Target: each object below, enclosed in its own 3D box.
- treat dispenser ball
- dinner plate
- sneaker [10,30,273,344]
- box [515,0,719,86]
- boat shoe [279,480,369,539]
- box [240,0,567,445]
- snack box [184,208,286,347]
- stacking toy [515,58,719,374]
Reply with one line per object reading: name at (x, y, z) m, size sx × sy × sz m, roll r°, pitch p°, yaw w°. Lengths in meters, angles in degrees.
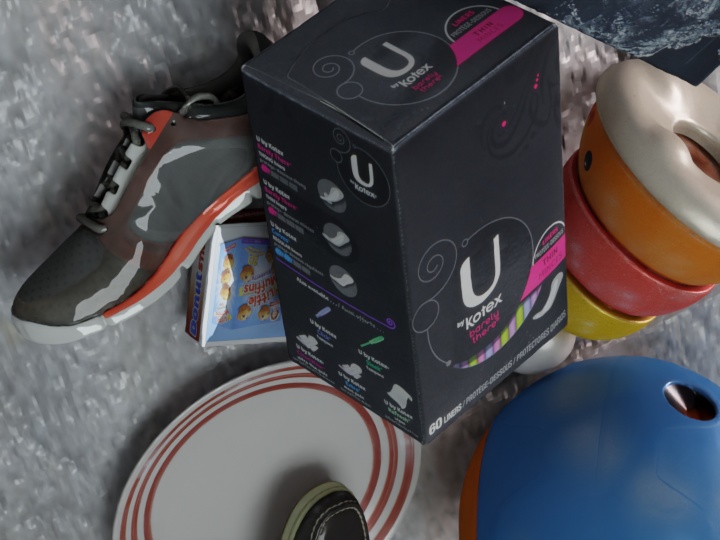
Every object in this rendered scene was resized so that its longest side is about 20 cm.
treat dispenser ball at (0.157, 0.152, 1.298) m, size 0.199 × 0.201 × 0.202 m, roll -15°, pitch 128°, yaw -20°
dinner plate at (-0.056, 0.132, 1.281) m, size 0.198 × 0.024 × 0.202 m, roll -15°, pitch 129°, yaw -20°
sneaker at (-0.109, -0.048, 1.101) m, size 0.200 × 0.077 × 0.082 m, roll -42°, pitch 123°, yaw -11°
box at (0.151, -0.218, 1.050) m, size 0.199 × 0.118 × 0.197 m, roll 17°, pitch 129°, yaw -43°
boat shoe at (-0.008, 0.224, 1.293) m, size 0.073 × 0.065 × 0.202 m, roll -19°, pitch 118°, yaw -37°
box at (0.028, -0.034, 1.092) m, size 0.122 × 0.106 × 0.201 m, roll -39°, pitch 141°, yaw -29°
snack box at (0.000, 0.000, 1.213) m, size 0.198 × 0.024 × 0.073 m, roll -3°, pitch 113°, yaw -28°
stacking toy at (0.143, -0.007, 1.246) m, size 0.145 × 0.147 × 0.200 m, roll 16°, pitch 128°, yaw -36°
